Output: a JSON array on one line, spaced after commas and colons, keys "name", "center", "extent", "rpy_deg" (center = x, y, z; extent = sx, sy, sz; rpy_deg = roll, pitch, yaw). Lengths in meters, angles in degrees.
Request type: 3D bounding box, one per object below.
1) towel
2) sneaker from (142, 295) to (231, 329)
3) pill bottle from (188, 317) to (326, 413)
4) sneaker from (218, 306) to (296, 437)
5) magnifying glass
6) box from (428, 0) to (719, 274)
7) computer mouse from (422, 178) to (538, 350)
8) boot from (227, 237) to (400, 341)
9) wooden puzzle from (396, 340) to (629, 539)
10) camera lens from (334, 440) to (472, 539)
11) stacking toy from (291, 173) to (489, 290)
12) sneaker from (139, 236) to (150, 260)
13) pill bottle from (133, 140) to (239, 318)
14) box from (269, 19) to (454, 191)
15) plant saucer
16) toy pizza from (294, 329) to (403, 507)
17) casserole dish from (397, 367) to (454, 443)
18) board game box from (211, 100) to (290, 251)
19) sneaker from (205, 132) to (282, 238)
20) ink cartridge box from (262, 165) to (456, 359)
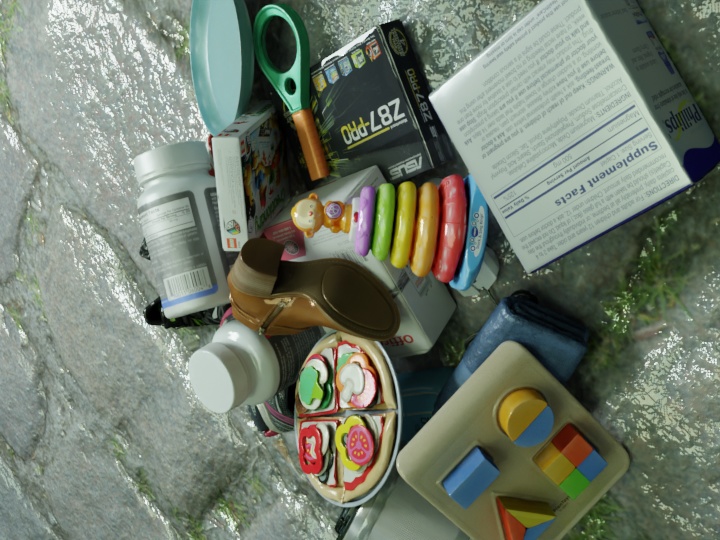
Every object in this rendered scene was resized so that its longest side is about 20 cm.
[{"name": "towel", "center": [0.161, 0.118, 0.927], "extent": [0.110, 0.049, 0.202], "rpy_deg": [24, 129, -3]}, {"name": "sneaker", "center": [-0.252, 0.058, 1.249], "extent": [0.197, 0.082, 0.072], "rpy_deg": [-10, 102, 41]}, {"name": "pill bottle", "center": [-0.122, 0.103, 1.078], "extent": [0.109, 0.199, 0.113], "rpy_deg": [15, 117, 33]}, {"name": "sneaker", "center": [-0.136, 0.138, 1.193], "extent": [0.073, 0.081, 0.203], "rpy_deg": [-17, 111, 26]}, {"name": "magnifying glass", "center": [-0.076, -0.205, 0.970], "extent": [0.079, 0.022, 0.204], "rpy_deg": [-11, 100, 44]}, {"name": "box", "center": [0.196, -0.134, 0.777], "extent": [0.183, 0.104, 0.203], "rpy_deg": [-32, 86, 42]}, {"name": "computer mouse", "center": [0.114, -0.007, 0.940], "extent": [0.109, 0.044, 0.202], "rpy_deg": [-36, 83, 43]}, {"name": "boot", "center": [-0.058, 0.044, 0.954], "extent": [0.197, 0.075, 0.155], "rpy_deg": [27, 150, 1]}, {"name": "wooden puzzle", "center": [0.164, 0.205, 0.876], "extent": [0.200, 0.046, 0.185], "rpy_deg": [43, 95, -14]}, {"name": "camera lens", "center": [0.076, 0.313, 0.999], "extent": [0.197, 0.160, 0.162], "rpy_deg": [29, 127, 5]}, {"name": "stacking toy", "center": [0.027, -0.049, 0.853], "extent": [0.195, 0.110, 0.119], "rpy_deg": [7, 90, -2]}, {"name": "sneaker", "center": [-0.233, -0.021, 1.198], "extent": [0.198, 0.090, 0.077], "rpy_deg": [18, 77, 48]}, {"name": "pill bottle", "center": [-0.216, -0.051, 1.056], "extent": [0.112, 0.113, 0.205], "rpy_deg": [-15, 89, 42]}, {"name": "box", "center": [-0.004, -0.169, 0.968], "extent": [0.198, 0.049, 0.164], "rpy_deg": [-17, 99, 44]}, {"name": "plant saucer", "center": [-0.171, -0.268, 1.040], "extent": [0.199, 0.027, 0.205], "rpy_deg": [26, 120, 58]}, {"name": "toy pizza", "center": [-0.025, 0.165, 0.958], "extent": [0.198, 0.031, 0.206], "rpy_deg": [-12, 75, 50]}, {"name": "casserole dish", "center": [0.074, 0.192, 1.061], "extent": [0.197, 0.039, 0.124], "rpy_deg": [-16, 98, 42]}, {"name": "board game box", "center": [-0.125, -0.119, 0.996], "extent": [0.034, 0.201, 0.129], "rpy_deg": [2, 113, 9]}, {"name": "sneaker", "center": [-0.171, -0.078, 1.144], "extent": [0.115, 0.077, 0.204], "rpy_deg": [-33, 74, 52]}, {"name": "ink cartridge box", "center": [0.000, 0.000, 0.980], "extent": [0.145, 0.083, 0.202], "rpy_deg": [-14, 115, 42]}]
